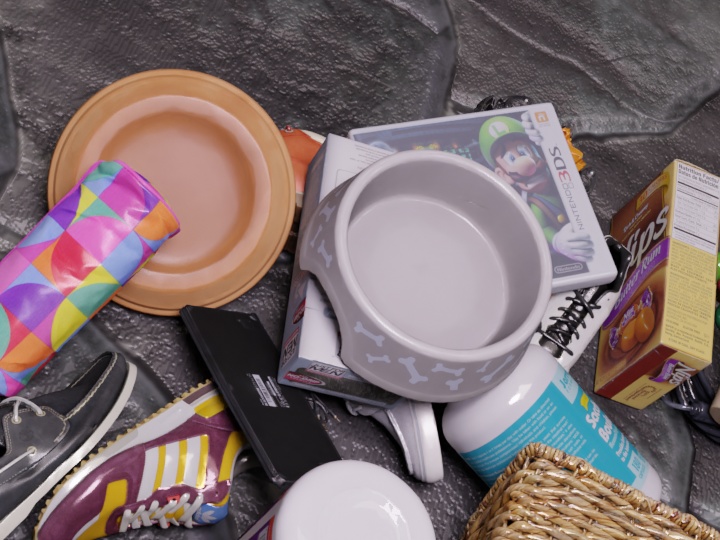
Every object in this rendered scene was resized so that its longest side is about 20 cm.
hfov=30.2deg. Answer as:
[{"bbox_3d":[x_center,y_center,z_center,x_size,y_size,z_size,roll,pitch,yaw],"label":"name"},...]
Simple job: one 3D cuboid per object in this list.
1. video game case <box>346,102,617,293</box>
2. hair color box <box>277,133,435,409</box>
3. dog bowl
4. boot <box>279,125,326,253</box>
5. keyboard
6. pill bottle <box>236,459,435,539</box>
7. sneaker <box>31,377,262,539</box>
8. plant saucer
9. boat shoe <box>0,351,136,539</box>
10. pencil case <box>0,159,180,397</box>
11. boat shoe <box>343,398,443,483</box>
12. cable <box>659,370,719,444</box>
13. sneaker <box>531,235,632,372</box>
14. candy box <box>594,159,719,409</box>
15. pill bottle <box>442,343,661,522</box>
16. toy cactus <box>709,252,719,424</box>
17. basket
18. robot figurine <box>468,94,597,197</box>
[{"bbox_3d":[0.105,-0.057,1.169,0.200,0.023,0.182,-10,66,-16],"label":"video game case"},{"bbox_3d":[0.000,0.000,1.062,0.099,0.061,0.200,15,61,-15],"label":"hair color box"},{"bbox_3d":[0.056,-0.003,1.015,0.200,0.059,0.200,8,63,-16],"label":"dog bowl"},{"bbox_3d":[-0.092,-0.089,1.152,0.200,0.075,0.107,23,48,-14],"label":"boot"},{"bbox_3d":[-0.072,0.106,1.029,0.104,0.040,0.200,11,33,-39],"label":"keyboard"},{"bbox_3d":[-0.033,0.213,0.931,0.112,0.200,0.113,10,61,-18],"label":"pill bottle"},{"bbox_3d":[-0.146,0.161,0.986,0.090,0.075,0.200,46,57,11],"label":"sneaker"},{"bbox_3d":[-0.149,-0.061,1.064,0.200,0.037,0.200,-1,94,-8],"label":"plant saucer"},{"bbox_3d":[-0.239,0.121,0.961,0.200,0.072,0.068,-46,112,-33],"label":"boat shoe"},{"bbox_3d":[-0.227,0.004,0.990,0.088,0.088,0.200,45,80,4],"label":"pencil case"},{"bbox_3d":[0.013,0.085,1.104,0.068,0.072,0.200,-18,79,-5],"label":"boat shoe"},{"bbox_3d":[0.358,0.072,1.265,0.163,0.051,0.200,22,57,-11],"label":"cable"},{"bbox_3d":[0.178,0.042,1.187,0.074,0.080,0.200,36,58,-5],"label":"sneaker"},{"bbox_3d":[0.272,0.012,1.220,0.056,0.117,0.200,22,57,-12],"label":"candy box"},{"bbox_3d":[0.143,0.137,1.083,0.200,0.111,0.111,48,55,-7],"label":"pill bottle"},{"bbox_3d":[0.378,0.075,1.206,0.200,0.102,0.165,46,66,-12],"label":"toy cactus"},{"bbox_3d":[0.170,0.250,1.028,0.200,0.143,0.149,26,63,-4],"label":"basket"},{"bbox_3d":[0.128,-0.080,1.242,0.200,0.058,0.145,-36,82,-33],"label":"robot figurine"}]
